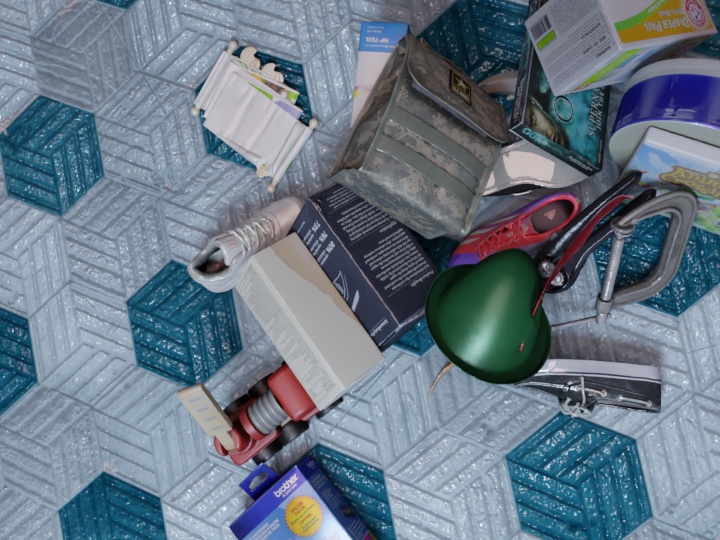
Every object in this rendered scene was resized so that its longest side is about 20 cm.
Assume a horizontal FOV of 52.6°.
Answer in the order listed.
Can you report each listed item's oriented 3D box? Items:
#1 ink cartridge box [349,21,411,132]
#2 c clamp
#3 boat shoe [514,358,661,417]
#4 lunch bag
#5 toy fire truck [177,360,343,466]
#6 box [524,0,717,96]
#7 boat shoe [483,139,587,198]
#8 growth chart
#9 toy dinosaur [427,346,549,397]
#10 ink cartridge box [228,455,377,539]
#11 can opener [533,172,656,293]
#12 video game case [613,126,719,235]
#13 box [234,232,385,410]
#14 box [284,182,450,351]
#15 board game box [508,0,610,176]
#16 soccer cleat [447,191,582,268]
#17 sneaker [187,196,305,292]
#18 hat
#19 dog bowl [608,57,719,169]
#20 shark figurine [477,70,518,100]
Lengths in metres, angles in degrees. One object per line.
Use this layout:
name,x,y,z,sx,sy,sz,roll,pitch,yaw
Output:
ink cartridge box,0.031,-0.216,0.988,0.066,0.116,0.205,6,88,11
c clamp,0.332,-0.008,0.900,0.167,0.203,0.027,-10,42,-14
boat shoe,0.286,0.155,0.942,0.195,0.074,0.070,4,74,2
lunch bag,0.082,-0.164,0.881,0.162,0.117,0.203,29,77,-23
toy fire truck,-0.135,0.176,0.961,0.175,0.200,0.130,-38,82,7
box,0.318,-0.296,0.886,0.197,0.112,0.103,-18,83,-32
boat shoe,0.218,-0.136,0.975,0.196,0.060,0.075,-15,91,8
growth chart,-0.157,-0.234,1.078,0.200,0.018,0.145,42,95,10
toy dinosaur,0.167,0.103,0.966,0.199,0.106,0.061,-25,100,52
ink cartridge box,-0.085,0.357,1.008,0.136,0.076,0.201,-42,79,7
can opener,0.281,-0.045,0.914,0.063,0.079,0.201,39,122,3
video game case,0.415,-0.093,0.872,0.197,0.182,0.022,22,78,12
box,-0.067,0.066,0.930,0.077,0.095,0.201,-30,81,-34
box,0.000,0.000,0.956,0.104,0.148,0.201,-31,81,-34
board game box,0.257,-0.236,0.919,0.133,0.028,0.204,22,66,-23
soccer cleat,0.201,-0.045,0.968,0.198,0.073,0.069,-29,82,9
sneaker,-0.158,-0.035,1.027,0.199,0.099,0.079,-37,81,8
hat,0.180,0.001,0.827,0.163,0.177,0.201,26,48,3
dog bowl,0.401,-0.160,0.863,0.197,0.200,0.080,21,80,12
shark figurine,0.210,-0.240,0.970,0.210,0.089,0.131,5,87,10
